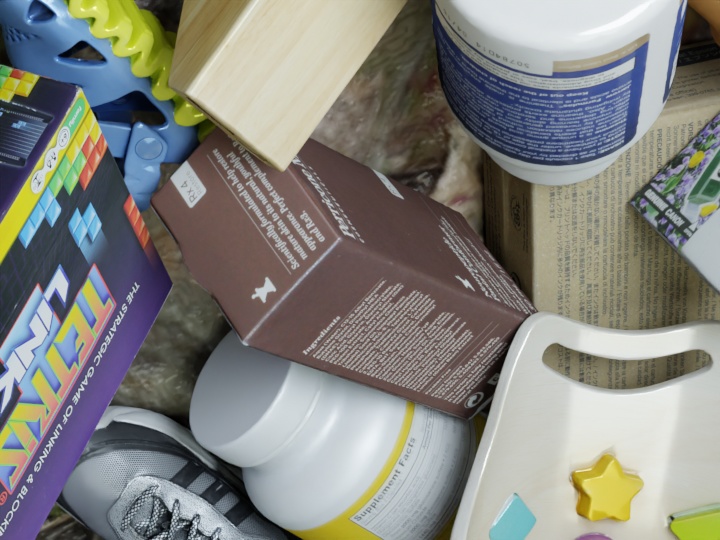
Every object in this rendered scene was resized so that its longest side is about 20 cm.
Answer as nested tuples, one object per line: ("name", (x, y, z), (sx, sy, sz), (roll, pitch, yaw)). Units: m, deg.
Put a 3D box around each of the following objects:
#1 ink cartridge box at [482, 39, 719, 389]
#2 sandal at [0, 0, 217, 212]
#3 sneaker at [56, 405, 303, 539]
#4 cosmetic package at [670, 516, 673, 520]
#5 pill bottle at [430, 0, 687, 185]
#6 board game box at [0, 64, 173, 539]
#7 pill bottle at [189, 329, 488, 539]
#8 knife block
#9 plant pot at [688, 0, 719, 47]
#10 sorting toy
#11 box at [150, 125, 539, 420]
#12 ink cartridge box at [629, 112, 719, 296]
("ink cartridge box", (0.155, -0.015, 1.052), (0.165, 0.075, 0.200), (-12, 122, -15))
("sandal", (-0.130, -0.092, 0.903), (0.087, 0.080, 0.200), (-40, 123, 10))
("sneaker", (-0.086, 0.150, 1.036), (0.200, 0.114, 0.075), (34, 103, -32))
("cosmetic package", (0.179, 0.125, 1.073), (0.200, 0.083, 0.051), (-20, 174, 39))
("pill bottle", (0.088, -0.110, 0.864), (0.111, 0.111, 0.200), (-27, 162, -4))
("board game box", (-0.168, 0.036, 0.866), (0.200, 0.057, 0.165), (-64, 156, -25))
("pill bottle", (0.007, 0.103, 1.044), (0.200, 0.112, 0.112), (35, 103, -32))
("knife block", (0.006, -0.163, 0.855), (0.176, 0.200, 0.064), (-28, 130, 34))
("plant pot", (0.192, -0.202, 0.899), (0.140, 0.200, 0.200), (26, 109, -12))
("sorting toy", (0.132, 0.112, 0.986), (0.200, 0.107, 0.180), (4, 98, -11))
("box", (0.000, 0.000, 0.949), (0.075, 0.100, 0.200), (-47, 146, 16))
("ink cartridge box", (0.236, -0.069, 0.941), (0.200, 0.109, 0.050), (-46, 123, 7))
